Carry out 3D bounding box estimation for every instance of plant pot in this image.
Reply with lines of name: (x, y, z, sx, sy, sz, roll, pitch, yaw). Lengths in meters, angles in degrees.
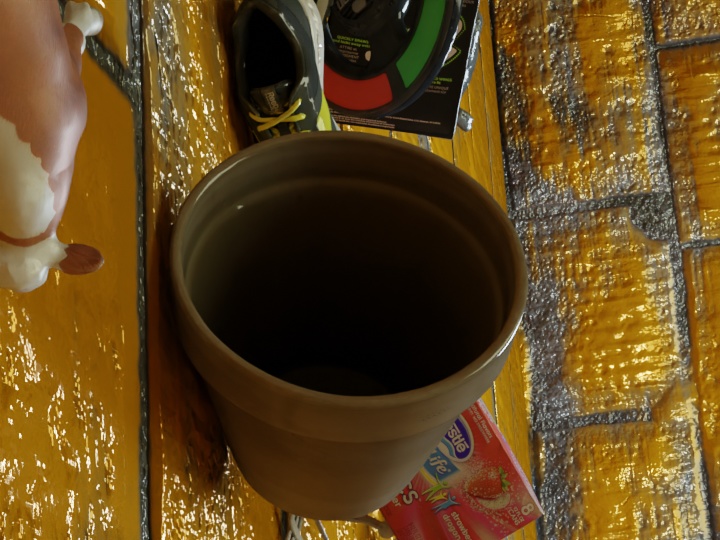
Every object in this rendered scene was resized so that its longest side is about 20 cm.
plant pot: (-0.012, 0.050, 1.039, 0.174, 0.198, 0.201, 97, -4, -48)

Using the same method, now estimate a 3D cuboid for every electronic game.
electronic game: (0.006, -0.216, 1.353, 0.041, 0.199, 0.202, -3, 85, -42)

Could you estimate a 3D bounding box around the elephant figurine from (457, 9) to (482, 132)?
elephant figurine: (0.049, -0.266, 1.821, 0.201, 0.140, 0.156, -110, -147, -50)

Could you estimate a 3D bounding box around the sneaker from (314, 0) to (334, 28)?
sneaker: (-0.054, -0.239, 1.308, 0.070, 0.089, 0.202, -94, -158, -77)

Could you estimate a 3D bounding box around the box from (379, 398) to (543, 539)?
box: (0.036, 0.104, 1.267, 0.201, 0.099, 0.095, 59, 3, -4)

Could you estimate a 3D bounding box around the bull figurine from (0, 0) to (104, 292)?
bull figurine: (-0.138, -0.088, 0.659, 0.122, 0.065, 0.201, -93, 173, -47)

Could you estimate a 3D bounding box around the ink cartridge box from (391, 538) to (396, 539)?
ink cartridge box: (0.100, 0.338, 1.576, 0.200, 0.084, 0.146, 51, 23, -25)

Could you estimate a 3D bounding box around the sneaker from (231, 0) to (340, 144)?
sneaker: (-0.052, -0.099, 1.229, 0.085, 0.074, 0.202, -28, 102, -74)

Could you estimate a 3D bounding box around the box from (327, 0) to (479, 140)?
box: (0.036, -0.240, 1.519, 0.149, 0.123, 0.201, -86, -175, -50)

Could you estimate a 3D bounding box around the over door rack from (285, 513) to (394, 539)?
over door rack: (-0.008, 0.242, 1.238, 0.148, 0.066, 0.201, -76, 158, -64)
